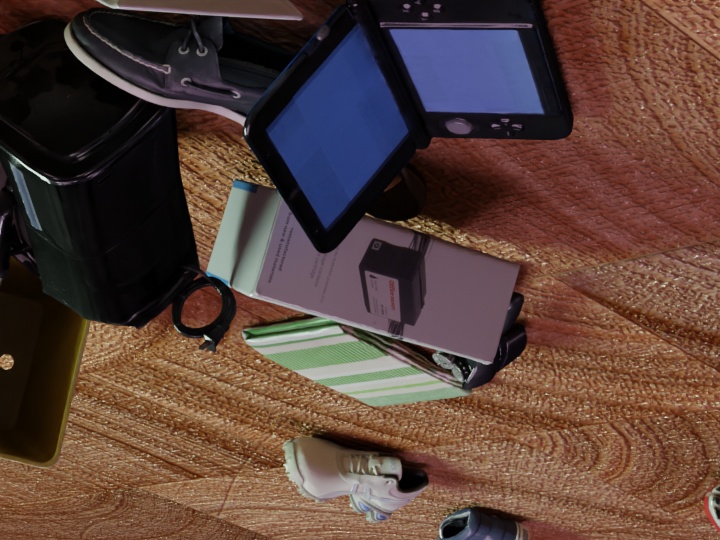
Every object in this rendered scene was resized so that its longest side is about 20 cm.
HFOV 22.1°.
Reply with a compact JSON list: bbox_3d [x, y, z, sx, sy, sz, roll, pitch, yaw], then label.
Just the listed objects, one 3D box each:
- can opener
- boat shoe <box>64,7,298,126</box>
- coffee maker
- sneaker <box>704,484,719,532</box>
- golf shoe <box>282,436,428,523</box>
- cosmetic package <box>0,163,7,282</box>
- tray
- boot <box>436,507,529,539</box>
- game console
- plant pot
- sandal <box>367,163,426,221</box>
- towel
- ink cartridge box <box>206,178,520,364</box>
[{"bbox_3d":[0.108,0.047,1.628,0.063,0.079,0.200,45,161,17],"label":"can opener"},{"bbox_3d":[-0.094,-0.141,1.223,0.199,0.075,0.066,24,127,-12],"label":"boat shoe"},{"bbox_3d":[-0.176,-0.062,1.309,0.192,0.135,0.200,16,151,10],"label":"coffee maker"},{"bbox_3d":[0.446,0.288,2.049,0.200,0.077,0.085,24,159,-31],"label":"sneaker"},{"bbox_3d":[-0.003,0.224,2.106,0.097,0.078,0.200,-27,147,30],"label":"golf shoe"},{"bbox_3d":[-0.366,-0.075,1.359,0.167,0.167,0.200,3,157,16],"label":"cosmetic package"},{"bbox_3d":[-0.105,-0.168,1.094,0.107,0.022,0.200,2,-169,-15],"label":"tray"},{"bbox_3d":[0.126,0.349,2.352,0.090,0.073,0.200,26,146,-20],"label":"boot"},{"bbox_3d":[0.038,-0.095,1.205,0.170,0.119,0.200,3,158,17],"label":"game console"},{"bbox_3d":[-0.363,0.066,1.698,0.199,0.201,0.176,14,170,-12],"label":"plant pot"},{"bbox_3d":[-0.010,-0.072,1.365,0.081,0.055,0.200,2,158,23],"label":"sandal"},{"bbox_3d":[-0.001,0.090,1.811,0.152,0.023,0.200,-12,151,43],"label":"towel"},{"bbox_3d":[0.000,0.000,1.413,0.200,0.084,0.145,17,180,-20],"label":"ink cartridge box"}]
